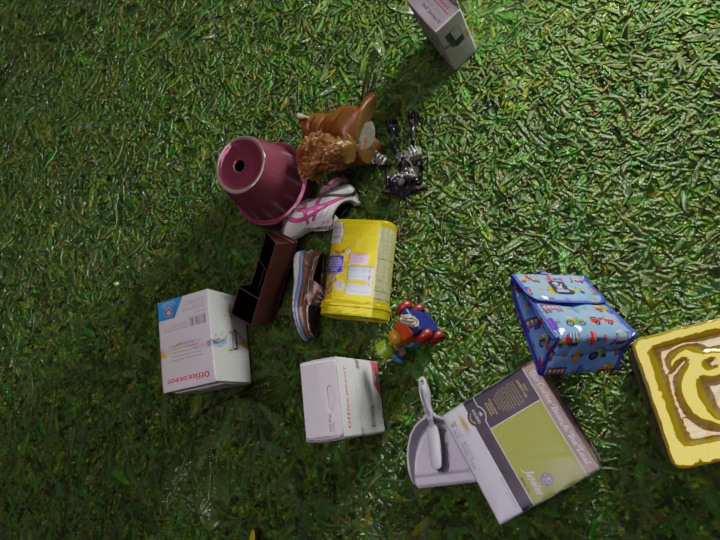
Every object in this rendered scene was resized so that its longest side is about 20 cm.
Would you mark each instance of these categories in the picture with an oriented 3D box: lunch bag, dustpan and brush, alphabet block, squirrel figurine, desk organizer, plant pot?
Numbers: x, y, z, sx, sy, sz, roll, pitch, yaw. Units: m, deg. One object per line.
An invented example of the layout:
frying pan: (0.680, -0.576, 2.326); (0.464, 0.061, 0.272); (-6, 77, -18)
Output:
lunch bag: (0.356, 0.075, 1.068); (0.148, 0.095, 0.202); (-1, 41, -12)
dustpan and brush: (0.141, 0.307, 1.169); (0.138, 0.057, 0.204); (-16, 69, 27)
alphabet block: (0.545, 0.185, 0.946); (0.194, 0.200, 0.199); (-20, 73, 18)
squirrel figurine: (-0.072, -0.288, 1.320); (0.184, 0.143, 0.201); (18, 54, 32)
desk organizer: (-0.215, 0.017, 1.347); (0.071, 0.077, 0.203); (25, 105, 25)
plant pot: (-0.223, -0.208, 1.367); (0.197, 0.179, 0.204); (-4, 78, 21)

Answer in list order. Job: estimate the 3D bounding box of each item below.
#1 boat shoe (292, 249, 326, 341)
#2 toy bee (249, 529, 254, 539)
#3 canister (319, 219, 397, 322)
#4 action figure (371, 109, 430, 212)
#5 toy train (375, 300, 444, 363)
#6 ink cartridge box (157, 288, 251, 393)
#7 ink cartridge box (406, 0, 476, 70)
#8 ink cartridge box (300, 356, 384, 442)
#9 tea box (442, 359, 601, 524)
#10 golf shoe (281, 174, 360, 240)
boat shoe: (-0.105, 0.050, 1.323); (0.071, 0.072, 0.204); (-10, 76, 19)
toy bee: (-0.254, 0.605, 1.274); (0.198, 0.109, 0.132); (31, 84, 0)
canister: (0.000, 0.000, 1.279); (0.146, 0.086, 0.204); (4, 79, 19)
action figure: (0.083, -0.232, 1.284); (0.117, 0.102, 0.204); (-6, 74, 20)
toy train: (0.073, 0.125, 1.164); (0.116, 0.199, 0.085); (-43, 67, 14)
ink cartridge box: (-0.348, 0.165, 1.365); (0.145, 0.144, 0.204); (-14, 74, 20)
ink cartridge box: (0.162, -0.516, 1.250); (0.067, 0.200, 0.118); (-39, 67, 11)
ink cartridge box: (-0.032, 0.250, 1.181); (0.083, 0.200, 0.148); (-12, 75, 20)
tea box: (0.285, 0.296, 1.073); (0.195, 0.133, 0.202); (-34, 69, 15)
golf shoe: (-0.090, -0.121, 1.350); (0.199, 0.072, 0.093); (-37, 68, 13)
